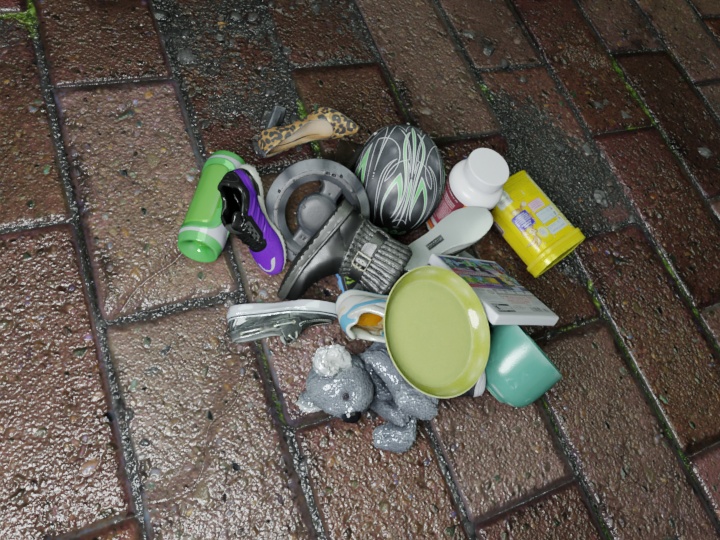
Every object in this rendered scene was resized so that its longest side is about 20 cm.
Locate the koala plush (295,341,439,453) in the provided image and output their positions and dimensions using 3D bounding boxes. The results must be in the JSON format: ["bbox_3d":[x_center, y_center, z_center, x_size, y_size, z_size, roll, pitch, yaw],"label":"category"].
[{"bbox_3d":[-0.001,0.185,1.015,0.196,0.179,0.186,2,50,-17],"label":"koala plush"}]

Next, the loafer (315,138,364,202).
[{"bbox_3d":[-0.057,-0.194,1.257,0.070,0.074,0.201,27,48,2],"label":"loafer"}]

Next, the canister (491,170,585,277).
[{"bbox_3d":[0.365,-0.105,1.337,0.147,0.087,0.201,-29,73,-29],"label":"canister"}]

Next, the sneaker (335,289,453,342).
[{"bbox_3d":[0.060,0.079,0.999,0.196,0.078,0.081,-2,30,-12],"label":"sneaker"}]

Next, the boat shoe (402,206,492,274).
[{"bbox_3d":[0.160,-0.054,1.180,0.198,0.064,0.072,-29,72,0],"label":"boat shoe"}]

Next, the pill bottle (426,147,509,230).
[{"bbox_3d":[0.212,-0.146,1.238,0.111,0.201,0.115,8,60,-14],"label":"pill bottle"}]

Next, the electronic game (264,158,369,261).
[{"bbox_3d":[-0.080,-0.104,1.147,0.196,0.204,0.042,16,14,-9],"label":"electronic game"}]

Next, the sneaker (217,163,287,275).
[{"bbox_3d":[-0.200,-0.077,1.087,0.099,0.068,0.204,-43,116,-59],"label":"sneaker"}]

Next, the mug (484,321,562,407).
[{"bbox_3d":[0.261,0.156,1.123,0.114,0.152,0.186,-43,64,9],"label":"mug"}]

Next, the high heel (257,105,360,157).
[{"bbox_3d":[-0.106,-0.267,1.267,0.196,0.072,0.144,9,52,5],"label":"high heel"}]

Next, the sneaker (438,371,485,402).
[{"bbox_3d":[0.139,0.129,1.067,0.112,0.075,0.204,-14,85,-15],"label":"sneaker"}]

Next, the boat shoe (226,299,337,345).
[{"bbox_3d":[-0.132,0.095,1.077,0.196,0.072,0.072,-4,72,-9],"label":"boat shoe"}]

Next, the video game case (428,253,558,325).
[{"bbox_3d":[0.241,0.036,1.121,0.198,0.023,0.182,5,32,-43],"label":"video game case"}]

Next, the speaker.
[{"bbox_3d":[-0.267,-0.119,1.130,0.087,0.089,0.203,17,59,-9],"label":"speaker"}]

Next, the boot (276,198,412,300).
[{"bbox_3d":[-0.028,0.004,1.046,0.157,0.080,0.212,39,100,-10],"label":"boot"}]

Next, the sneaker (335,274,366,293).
[{"bbox_3d":[0.000,-0.001,1.122,0.202,0.081,0.071,62,35,-23],"label":"sneaker"}]

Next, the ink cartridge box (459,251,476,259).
[{"bbox_3d":[0.187,0.046,1.220,0.198,0.044,0.174,35,56,2],"label":"ink cartridge box"}]

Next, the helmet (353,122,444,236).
[{"bbox_3d":[0.074,-0.177,1.213,0.196,0.191,0.204,8,61,-14],"label":"helmet"}]

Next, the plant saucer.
[{"bbox_3d":[0.114,0.095,0.959,0.196,0.031,0.204,8,73,-27],"label":"plant saucer"}]
